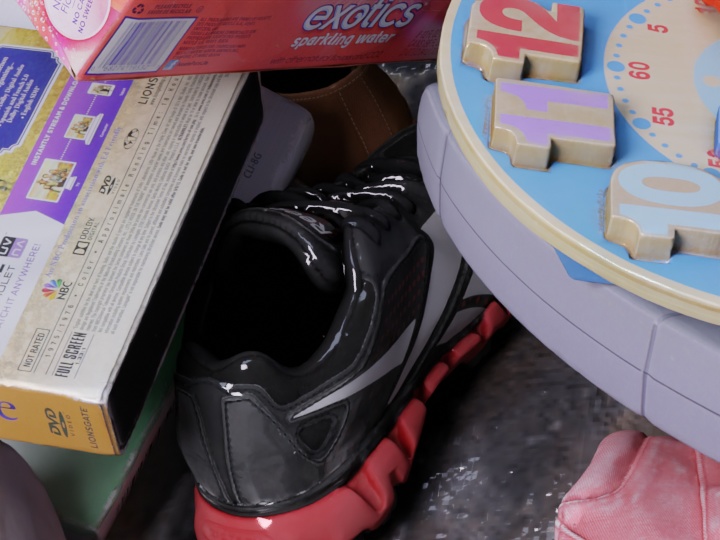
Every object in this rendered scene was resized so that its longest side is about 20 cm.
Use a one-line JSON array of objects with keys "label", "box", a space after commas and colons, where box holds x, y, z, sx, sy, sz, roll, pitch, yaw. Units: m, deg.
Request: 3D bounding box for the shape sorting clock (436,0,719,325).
[{"label": "shape sorting clock", "box": [0.120, -0.051, 0.654, 0.200, 0.039, 0.200, 2, 41, -1]}]

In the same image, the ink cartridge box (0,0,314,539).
[{"label": "ink cartridge box", "box": [-0.138, -0.023, 0.765, 0.200, 0.050, 0.161, 27, 70, -2]}]

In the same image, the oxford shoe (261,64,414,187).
[{"label": "oxford shoe", "box": [-0.046, -0.086, 0.891, 0.071, 0.071, 0.200, -39, 41, -20]}]

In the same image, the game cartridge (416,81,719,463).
[{"label": "game cartridge", "box": [0.103, -0.011, 0.683, 0.133, 0.042, 0.200, -7, 31, -26]}]

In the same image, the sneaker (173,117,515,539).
[{"label": "sneaker", "box": [0.000, 0.000, 0.748, 0.071, 0.098, 0.200, 6, 44, 31]}]

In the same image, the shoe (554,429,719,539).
[{"label": "shoe", "box": [0.097, 0.110, 0.605, 0.091, 0.072, 0.200, -8, 35, 18]}]

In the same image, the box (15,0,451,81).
[{"label": "box", "box": [-0.021, -0.128, 0.714, 0.200, 0.103, 0.095, -11, 57, -53]}]

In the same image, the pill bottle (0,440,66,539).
[{"label": "pill bottle", "box": [-0.185, 0.122, 0.675, 0.200, 0.112, 0.112, -14, 39, 7]}]

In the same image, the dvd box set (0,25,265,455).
[{"label": "dvd box set", "box": [-0.144, -0.020, 0.706, 0.200, 0.029, 0.146, 7, 47, 13]}]
